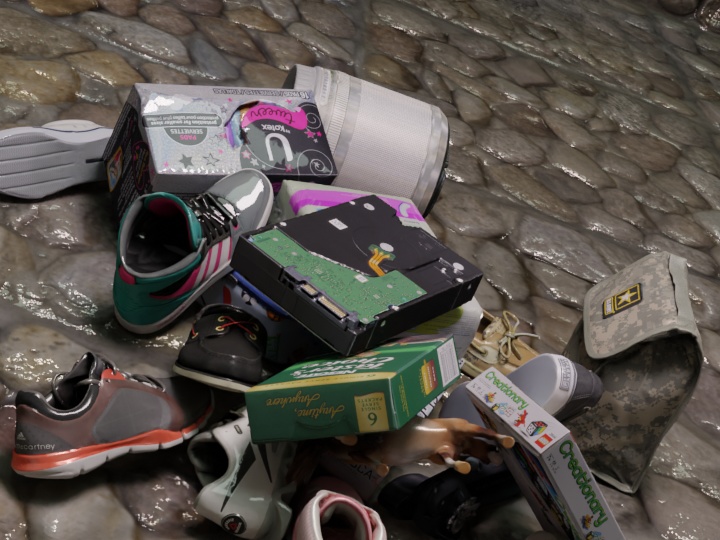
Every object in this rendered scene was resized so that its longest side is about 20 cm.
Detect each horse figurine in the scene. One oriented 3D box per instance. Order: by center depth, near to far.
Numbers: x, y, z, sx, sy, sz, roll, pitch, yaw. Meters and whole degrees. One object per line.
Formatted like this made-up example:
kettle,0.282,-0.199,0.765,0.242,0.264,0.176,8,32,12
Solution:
horse figurine,0.032,0.140,1.138,0.198,0.050,0.132,0,1,-12

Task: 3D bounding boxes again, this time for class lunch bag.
lunch bag,-0.066,0.017,1.415,0.160,0.076,0.199,39,29,31
lunch bag,0.269,0.089,1.419,0.117,0.201,0.164,23,27,-4

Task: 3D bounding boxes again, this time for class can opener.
can opener,0.103,0.186,1.258,0.199,0.064,0.079,-10,42,-48

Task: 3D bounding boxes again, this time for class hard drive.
hard drive,0.000,0.000,1.225,0.139,0.038,0.199,36,30,23

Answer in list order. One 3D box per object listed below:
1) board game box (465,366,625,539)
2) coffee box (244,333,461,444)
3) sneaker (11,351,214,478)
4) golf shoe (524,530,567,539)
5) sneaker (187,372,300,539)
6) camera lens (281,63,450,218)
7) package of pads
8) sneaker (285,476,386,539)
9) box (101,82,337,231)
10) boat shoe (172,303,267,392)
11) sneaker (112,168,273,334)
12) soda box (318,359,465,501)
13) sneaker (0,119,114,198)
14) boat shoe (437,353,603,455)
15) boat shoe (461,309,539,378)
board game box,0.166,0.184,1.180,0.201,0.034,0.126,60,-10,-31
coffee box,-0.001,0.090,1.131,0.122,0.044,0.200,-7,6,20
sneaker,-0.191,0.102,1.122,0.076,0.083,0.199,2,12,35
golf shoe,0.115,0.263,1.125,0.096,0.079,0.200,19,25,3
sneaker,-0.095,0.139,1.168,0.088,0.075,0.200,21,26,-10
camera lens,-0.005,-0.138,1.644,0.198,0.161,0.160,18,27,-12
package of pads,0.014,0.000,1.350,0.153,0.069,0.201,8,34,-30
sneaker,-0.015,0.200,1.094,0.075,0.105,0.201,21,26,-4
box,-0.144,-0.107,1.449,0.198,0.132,0.116,-2,60,-29
boat shoe,-0.117,0.065,1.210,0.073,0.064,0.201,18,3,-7
sneaker,-0.153,-0.042,1.291,0.083,0.121,0.200,35,66,13
soda box,0.030,0.125,1.296,0.063,0.069,0.200,36,28,4
sneaker,-0.326,-0.117,1.460,0.070,0.074,0.199,19,16,36
boat shoe,0.144,0.125,1.285,0.066,0.200,0.071,16,59,-26
boat shoe,0.116,0.062,1.493,0.199,0.063,0.073,28,26,5
